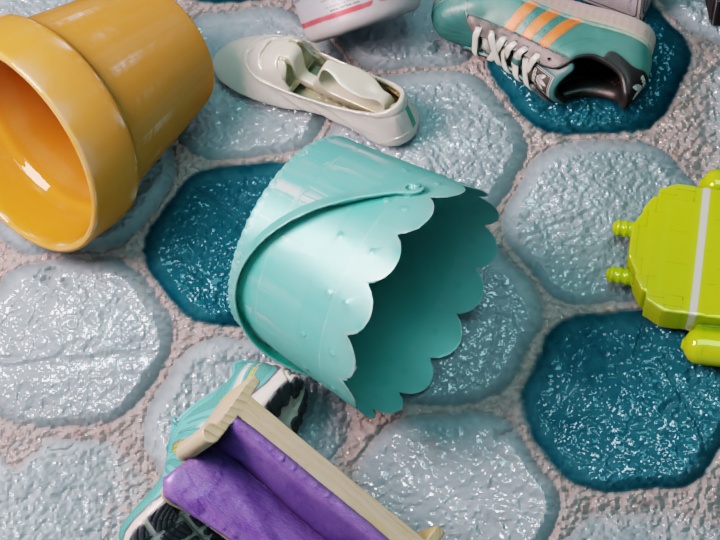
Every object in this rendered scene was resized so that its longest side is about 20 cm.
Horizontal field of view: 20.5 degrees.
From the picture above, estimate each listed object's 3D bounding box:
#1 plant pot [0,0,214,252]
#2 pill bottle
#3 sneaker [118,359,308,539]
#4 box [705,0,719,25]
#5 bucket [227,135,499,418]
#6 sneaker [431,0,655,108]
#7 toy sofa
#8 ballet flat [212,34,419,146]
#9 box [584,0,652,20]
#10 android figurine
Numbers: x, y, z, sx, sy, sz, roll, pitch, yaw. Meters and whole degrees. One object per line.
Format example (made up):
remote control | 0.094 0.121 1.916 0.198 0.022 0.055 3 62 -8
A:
plant pot | -0.229 -0.147 1.680 0.200 0.200 0.183 37 53 20
pill bottle | -0.026 -0.309 1.740 0.109 0.109 0.200 -18 95 -6
sneaker | -0.124 0.152 1.579 0.080 0.078 0.200 22 59 36
box | 0.343 -0.346 1.755 0.086 0.164 0.200 -5 62 1
bucket | 0.000 0.000 1.573 0.135 0.207 0.207 28 67 25
sneaker | 0.155 -0.194 1.736 0.200 0.071 0.080 12 59 8
toy sofa | -0.046 0.181 1.497 0.200 0.083 0.098 40 65 -6
ballet flat | -0.039 -0.170 1.739 0.200 0.069 0.069 23 66 15
box | 0.176 -0.310 1.774 0.200 0.117 0.060 23 63 16
android figurine | 0.305 -0.004 1.642 0.200 0.041 0.182 6 63 6
